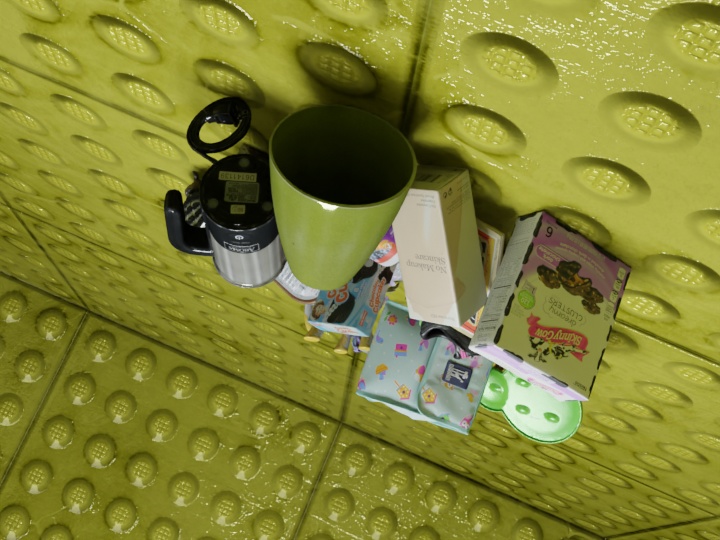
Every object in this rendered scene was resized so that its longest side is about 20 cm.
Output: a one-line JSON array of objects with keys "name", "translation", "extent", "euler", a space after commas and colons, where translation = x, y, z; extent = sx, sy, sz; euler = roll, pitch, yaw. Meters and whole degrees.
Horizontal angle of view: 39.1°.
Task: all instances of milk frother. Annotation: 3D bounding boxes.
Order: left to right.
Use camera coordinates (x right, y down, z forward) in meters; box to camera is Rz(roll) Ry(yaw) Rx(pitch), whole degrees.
[{"name": "milk frother", "translation": [-0.177, -0.113, 1.461], "extent": [0.178, 0.203, 0.189], "euler": [19, 156, 6]}]

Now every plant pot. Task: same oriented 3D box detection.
[{"name": "plant pot", "translation": [-0.036, -0.075, 1.313], "extent": [0.184, 0.188, 0.202], "euler": [21, 136, 8]}]

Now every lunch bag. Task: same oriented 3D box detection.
[{"name": "lunch bag", "translation": [0.114, 0.159, 1.647], "extent": [0.197, 0.173, 0.122], "euler": [16, 169, 24]}]

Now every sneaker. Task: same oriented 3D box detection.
[{"name": "sneaker", "translation": [-0.232, -0.102, 1.739], "extent": [0.198, 0.078, 0.088], "euler": [-24, 151, 38]}, {"name": "sneaker", "translation": [0.180, 0.104, 1.545], "extent": [0.197, 0.085, 0.077], "euler": [16, 162, 26]}]

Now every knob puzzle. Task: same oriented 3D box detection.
[{"name": "knob puzzle", "translation": [0.119, -0.008, 1.480], "extent": [0.218, 0.030, 0.223], "euler": [26, 125, 44]}]

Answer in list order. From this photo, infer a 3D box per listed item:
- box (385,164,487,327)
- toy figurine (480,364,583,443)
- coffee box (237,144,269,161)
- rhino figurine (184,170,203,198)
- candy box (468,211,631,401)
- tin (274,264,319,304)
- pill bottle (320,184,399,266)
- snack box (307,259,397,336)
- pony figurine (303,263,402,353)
[{"name": "box", "translation": [0.105, -0.034, 1.378], "extent": [0.094, 0.077, 0.203], "euler": [7, 120, 39]}, {"name": "toy figurine", "translation": [0.310, 0.172, 1.714], "extent": [0.197, 0.184, 0.153], "euler": [11, 119, 29]}, {"name": "coffee box", "translation": [-0.120, -0.098, 1.601], "extent": [0.197, 0.114, 0.080], "euler": [25, 163, 0]}, {"name": "rhino figurine", "translation": [-0.274, -0.123, 1.823], "extent": [0.086, 0.061, 0.200], "euler": [20, 161, 4]}, {"name": "candy box", "translation": [0.261, 0.052, 1.382], "extent": [0.166, 0.203, 0.071], "euler": [29, 162, -19]}, {"name": "tin", "translation": [-0.119, -0.031, 1.678], "extent": [0.200, 0.112, 0.042], "euler": [42, -152, 8]}, {"name": "pill bottle", "translation": [-0.014, -0.100, 1.454], "extent": [0.198, 0.113, 0.111], "euler": [31, 161, -21]}, {"name": "snack box", "translation": [0.000, 0.000, 1.576], "extent": [0.115, 0.203, 0.037], "euler": [3, 156, 48]}, {"name": "pony figurine", "translation": [-0.011, 0.043, 1.797], "extent": [0.190, 0.204, 0.167], "euler": [11, 159, -12]}]
